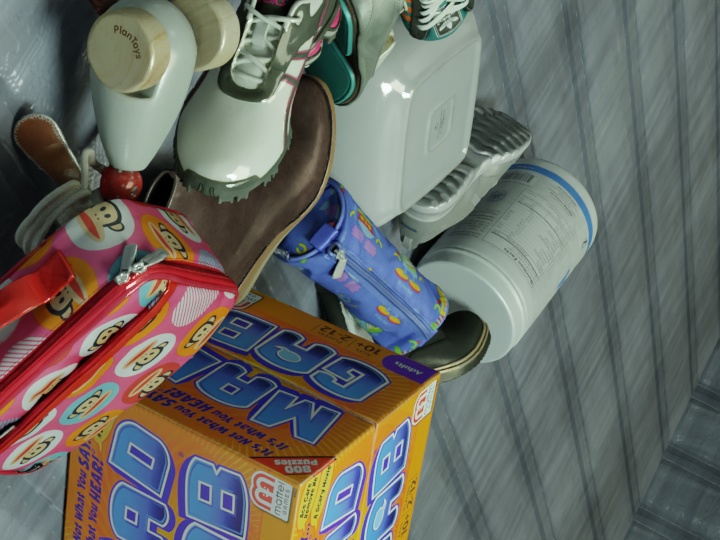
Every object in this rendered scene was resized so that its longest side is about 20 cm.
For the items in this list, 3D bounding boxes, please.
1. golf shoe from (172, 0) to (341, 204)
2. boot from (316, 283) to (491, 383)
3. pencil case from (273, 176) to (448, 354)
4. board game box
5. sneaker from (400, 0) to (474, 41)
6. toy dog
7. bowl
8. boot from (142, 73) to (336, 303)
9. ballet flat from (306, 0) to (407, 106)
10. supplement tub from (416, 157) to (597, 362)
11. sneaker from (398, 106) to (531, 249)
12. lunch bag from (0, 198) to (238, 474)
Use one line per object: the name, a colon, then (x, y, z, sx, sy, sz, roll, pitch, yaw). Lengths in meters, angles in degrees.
golf shoe: (-0.071, -0.138, 1.078, 0.088, 0.077, 0.201, 97, 12, -58)
boot: (0.045, 0.040, 1.546, 0.200, 0.077, 0.139, -31, 111, -49)
pencil case: (0.000, 0.000, 1.391, 0.078, 0.087, 0.200, -42, 137, 4)
board game box: (-0.085, 0.161, 1.257, 0.200, 0.199, 0.201, -33, 139, -52)
sneaker: (0.059, -0.223, 1.282, 0.071, 0.080, 0.200, -27, -173, 3)
toy dog: (-0.163, -0.102, 1.031, 0.201, 0.096, 0.132, -55, 161, 8)
bowl: (0.039, -0.137, 1.433, 0.200, 0.074, 0.201, -41, 146, -46)
boot: (-0.094, -0.060, 1.205, 0.201, 0.072, 0.166, -66, 159, 5)
ballet flat: (0.002, -0.178, 1.240, 0.063, 0.068, 0.200, -27, 171, -13)
supplement tub: (0.149, -0.014, 1.709, 0.200, 0.131, 0.133, -48, 150, -38)
sneaker: (0.093, -0.093, 1.615, 0.200, 0.075, 0.082, -37, 157, -40)
lunch bag: (-0.184, 0.041, 1.003, 0.200, 0.082, 0.176, -41, 162, 12)
